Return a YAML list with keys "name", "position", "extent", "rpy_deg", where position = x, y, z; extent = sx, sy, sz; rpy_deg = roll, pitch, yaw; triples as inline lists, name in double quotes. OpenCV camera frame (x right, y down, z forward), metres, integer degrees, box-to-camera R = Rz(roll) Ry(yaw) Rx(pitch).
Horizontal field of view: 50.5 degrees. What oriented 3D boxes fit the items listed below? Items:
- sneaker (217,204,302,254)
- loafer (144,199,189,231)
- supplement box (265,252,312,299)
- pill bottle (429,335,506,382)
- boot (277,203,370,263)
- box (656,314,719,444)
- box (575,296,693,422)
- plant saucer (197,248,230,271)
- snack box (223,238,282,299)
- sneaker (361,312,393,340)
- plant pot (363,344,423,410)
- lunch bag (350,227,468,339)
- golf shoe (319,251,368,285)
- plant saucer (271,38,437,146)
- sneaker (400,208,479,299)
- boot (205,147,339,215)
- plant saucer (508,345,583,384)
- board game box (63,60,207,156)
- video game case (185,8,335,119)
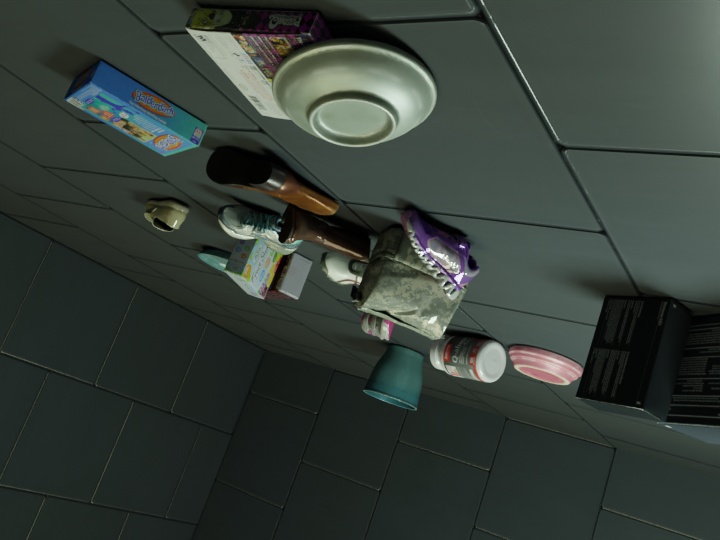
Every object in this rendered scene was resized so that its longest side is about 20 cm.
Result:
- name: "sneaker"
  position: [-0.211, -0.103, 1.661]
  extent: [0.200, 0.078, 0.086]
  rpy_deg: [19, 156, -27]
- name: "loafer"
  position: [-0.496, -0.135, 1.909]
  extent: [0.076, 0.068, 0.200]
  rpy_deg: [28, 164, -29]
- name: "supplement box"
  position: [-0.213, 0.016, 2.003]
  extent: [0.061, 0.109, 0.200]
  rpy_deg: [28, 163, -28]
- name: "pill bottle"
  position: [0.296, 0.243, 2.132]
  extent: [0.116, 0.116, 0.200]
  rpy_deg: [31, 162, -36]
- name: "boot"
  position: [-0.059, -0.059, 1.504]
  extent: [0.200, 0.064, 0.186]
  rpy_deg: [27, -161, -12]
- name: "box"
  position: [0.628, 0.186, 1.281]
  extent: [0.123, 0.199, 0.200]
  rpy_deg: [23, 166, -12]
- name: "box"
  position: [0.483, 0.153, 1.348]
  extent: [0.079, 0.200, 0.141]
  rpy_deg: [29, 165, -29]
- name: "plant saucer"
  position: [-0.387, -0.020, 2.282]
  extent: [0.200, 0.027, 0.200]
  rpy_deg: [20, 167, 5]
- name: "snack box"
  position: [-0.249, -0.026, 1.820]
  extent: [0.053, 0.142, 0.200]
  rpy_deg: [17, 165, 13]
- name: "sneaker"
  position: [0.046, 0.156, 2.226]
  extent: [0.088, 0.081, 0.200]
  rpy_deg: [20, 166, -6]
- name: "plant pot"
  position: [0.133, 0.369, 2.691]
  extent: [0.200, 0.188, 0.200]
  rpy_deg: [19, 165, 5]
- name: "lunch bag"
  position: [0.098, 0.029, 1.488]
  extent: [0.200, 0.168, 0.139]
  rpy_deg: [24, 165, -14]
- name: "golf shoe"
  position: [0.000, 0.000, 1.759]
  extent: [0.200, 0.077, 0.088]
  rpy_deg: [25, 145, -29]
- name: "plant saucer"
  position: [-0.009, -0.196, 0.916]
  extent: [0.200, 0.050, 0.200]
  rpy_deg: [3, 158, 1]
- name: "sneaker"
  position: [0.147, -0.042, 1.365]
  extent: [0.200, 0.088, 0.081]
  rpy_deg: [51, -166, -30]
- name: "boot"
  position: [-0.163, -0.161, 1.413]
  extent: [0.188, 0.069, 0.200]
  rpy_deg: [6, 171, 35]
- name: "plant saucer"
  position: [0.494, 0.259, 2.054]
  extent: [0.200, 0.051, 0.201]
  rpy_deg: [18, 166, 5]
- name: "board game box"
  position: [-0.380, -0.267, 1.292]
  extent: [0.200, 0.045, 0.152]
  rpy_deg: [30, 163, -33]
- name: "video game case"
  position: [-0.093, -0.252, 0.962]
  extent: [0.181, 0.036, 0.200]
  rpy_deg: [12, 164, 27]
